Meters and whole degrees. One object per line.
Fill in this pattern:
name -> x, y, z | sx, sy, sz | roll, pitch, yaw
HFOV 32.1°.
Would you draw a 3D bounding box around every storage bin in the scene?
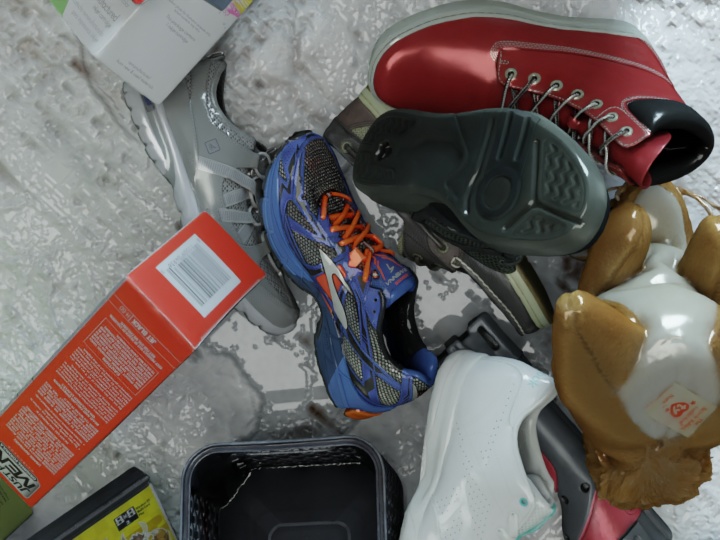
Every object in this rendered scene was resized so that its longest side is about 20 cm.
storage bin -> -0.041, 0.217, 0.814 | 0.134, 0.094, 0.202 | -4, 72, 8

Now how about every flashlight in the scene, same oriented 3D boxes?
flashlight -> 0.124, 0.126, 0.855 | 0.068, 0.068, 0.200 | -42, 89, -14

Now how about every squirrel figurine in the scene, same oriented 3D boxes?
squirrel figurine -> 0.181, 0.041, 0.800 | 0.140, 0.187, 0.201 | -4, 124, 2

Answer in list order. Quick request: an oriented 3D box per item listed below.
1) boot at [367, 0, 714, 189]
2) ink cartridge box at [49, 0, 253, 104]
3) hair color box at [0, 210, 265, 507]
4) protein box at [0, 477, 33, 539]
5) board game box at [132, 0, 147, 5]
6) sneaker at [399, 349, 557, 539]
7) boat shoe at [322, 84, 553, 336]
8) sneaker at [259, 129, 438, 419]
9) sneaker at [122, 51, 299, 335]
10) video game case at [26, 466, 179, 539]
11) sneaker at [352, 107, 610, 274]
boot -> 0.110, -0.101, 0.767 | 0.198, 0.145, 0.073 | -2, 129, -13
ink cartridge box -> -0.105, -0.221, 0.798 | 0.200, 0.067, 0.117 | -47, 51, 5
hair color box -> -0.156, 0.058, 0.799 | 0.061, 0.102, 0.200 | 46, 125, -4
protein box -> -0.346, 0.137, 0.804 | 0.134, 0.200, 0.199 | -32, 94, 5
board game box -> -0.153, -0.245, 0.783 | 0.096, 0.030, 0.200 | -48, 52, 6
sneaker -> 0.079, 0.155, 0.780 | 0.088, 0.075, 0.202 | 9, 92, 30
boat shoe -> 0.051, -0.033, 0.840 | 0.066, 0.072, 0.201 | -37, 88, 11
sneaker -> 0.000, 0.000, 0.827 | 0.078, 0.075, 0.201 | -11, 107, 41
sneaker -> -0.083, -0.052, 0.838 | 0.082, 0.075, 0.201 | -26, 97, 0
video game case -> -0.190, 0.258, 0.820 | 0.199, 0.025, 0.182 | -33, 118, -27
sneaker -> 0.090, -0.041, 0.720 | 0.114, 0.199, 0.077 | 22, 86, -33
